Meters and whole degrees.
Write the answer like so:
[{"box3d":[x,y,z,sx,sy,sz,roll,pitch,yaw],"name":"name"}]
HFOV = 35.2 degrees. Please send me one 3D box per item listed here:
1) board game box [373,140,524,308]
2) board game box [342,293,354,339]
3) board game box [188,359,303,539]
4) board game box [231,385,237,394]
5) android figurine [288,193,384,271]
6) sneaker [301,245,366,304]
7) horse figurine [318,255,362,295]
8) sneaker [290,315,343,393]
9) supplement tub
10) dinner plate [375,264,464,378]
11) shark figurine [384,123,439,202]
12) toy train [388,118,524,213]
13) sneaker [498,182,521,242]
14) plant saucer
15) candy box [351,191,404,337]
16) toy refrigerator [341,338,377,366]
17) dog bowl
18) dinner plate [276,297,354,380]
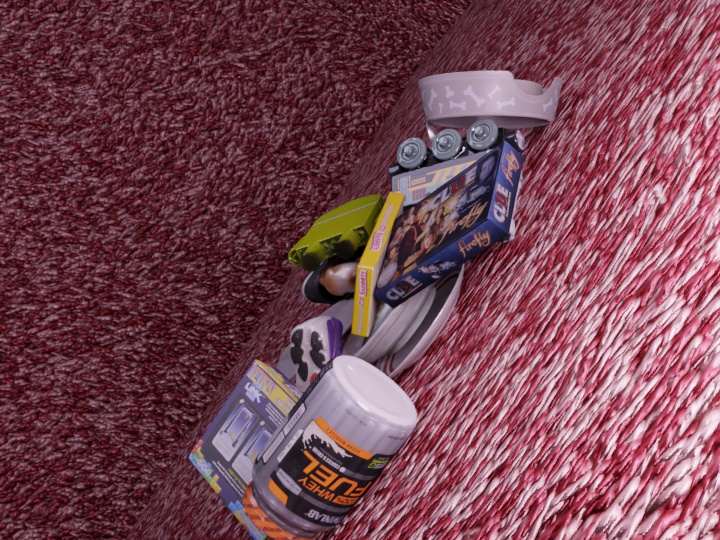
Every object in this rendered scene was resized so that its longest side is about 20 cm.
[{"box3d":[0.103,-0.052,1.343,0.200,0.035,0.136,-35,27,41],"name":"board game box"},{"box3d":[-0.001,0.071,1.830,0.200,0.064,0.148,-57,8,1],"name":"board game box"},{"box3d":[-0.116,0.237,1.464,0.165,0.057,0.200,-54,46,4],"name":"board game box"},{"box3d":[-0.168,0.262,1.836,0.200,0.046,0.152,-2,49,50],"name":"board game box"},{"box3d":[-0.024,-0.061,1.754,0.182,0.041,0.200,-20,17,22],"name":"android figurine"},{"box3d":[-0.011,-0.021,1.829,0.200,0.071,0.099,-51,19,-2],"name":"sneaker"},{"box3d":[0.000,0.000,1.684,0.132,0.050,0.200,-30,15,-39],"name":"horse figurine"},{"box3d":[-0.044,0.158,1.542,0.083,0.081,0.200,-18,-63,-50],"name":"sneaker"},{"box3d":[-0.038,0.204,1.268,0.200,0.122,0.123,-54,8,16],"name":"supplement tub"},{"box3d":[0.082,0.068,1.476,0.200,0.024,0.200,-54,9,12],"name":"dinner plate"},{"box3d":[0.083,-0.112,1.672,0.215,0.089,0.128,116,170,-63],"name":"shark figurine"},{"box3d":[0.130,-0.129,1.537,0.200,0.085,0.114,-12,65,27],"name":"toy train"},{"box3d":[0.147,-0.074,1.439,0.200,0.075,0.081,-12,59,69],"name":"sneaker"},{"box3d":[0.048,0.053,1.474,0.200,0.050,0.200,-55,7,10],"name":"plant saucer"},{"box3d":[0.024,-0.012,1.454,0.200,0.026,0.102,-67,-14,-57],"name":"candy box"},{"box3d":[-0.063,0.195,1.664,0.200,0.070,0.076,-50,9,33],"name":"toy refrigerator"},{"box3d":[0.178,-0.232,1.569,0.200,0.200,0.059,-177,87,-81],"name":"dog bowl"},{"box3d":[-0.063,0.097,1.677,0.200,0.024,0.200,-41,9,8],"name":"dinner plate"}]
